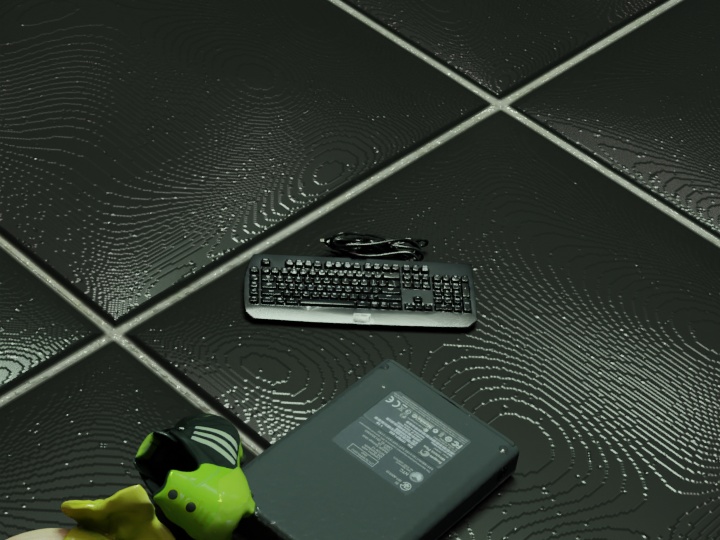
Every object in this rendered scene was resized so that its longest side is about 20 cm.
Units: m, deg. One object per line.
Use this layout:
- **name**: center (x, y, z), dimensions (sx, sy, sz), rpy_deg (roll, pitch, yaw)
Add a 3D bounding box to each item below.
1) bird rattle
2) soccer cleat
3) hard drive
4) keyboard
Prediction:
- **bird rattle**: center (-0.222, 0.221, 1.244), dimensions (0.198, 0.113, 0.164), rpy_deg (-8, 60, -13)
- **soccer cleat**: center (-0.125, 0.136, 1.318), dimensions (0.081, 0.068, 0.200), rpy_deg (35, 3, -18)
- **hard drive**: center (0.006, 0.158, 1.396), dimensions (0.139, 0.033, 0.200), rpy_deg (33, 47, 26)
- **keyboard**: center (0.000, 0.000, 1.569), dimensions (0.198, 0.040, 0.105), rpy_deg (3, 42, -7)
